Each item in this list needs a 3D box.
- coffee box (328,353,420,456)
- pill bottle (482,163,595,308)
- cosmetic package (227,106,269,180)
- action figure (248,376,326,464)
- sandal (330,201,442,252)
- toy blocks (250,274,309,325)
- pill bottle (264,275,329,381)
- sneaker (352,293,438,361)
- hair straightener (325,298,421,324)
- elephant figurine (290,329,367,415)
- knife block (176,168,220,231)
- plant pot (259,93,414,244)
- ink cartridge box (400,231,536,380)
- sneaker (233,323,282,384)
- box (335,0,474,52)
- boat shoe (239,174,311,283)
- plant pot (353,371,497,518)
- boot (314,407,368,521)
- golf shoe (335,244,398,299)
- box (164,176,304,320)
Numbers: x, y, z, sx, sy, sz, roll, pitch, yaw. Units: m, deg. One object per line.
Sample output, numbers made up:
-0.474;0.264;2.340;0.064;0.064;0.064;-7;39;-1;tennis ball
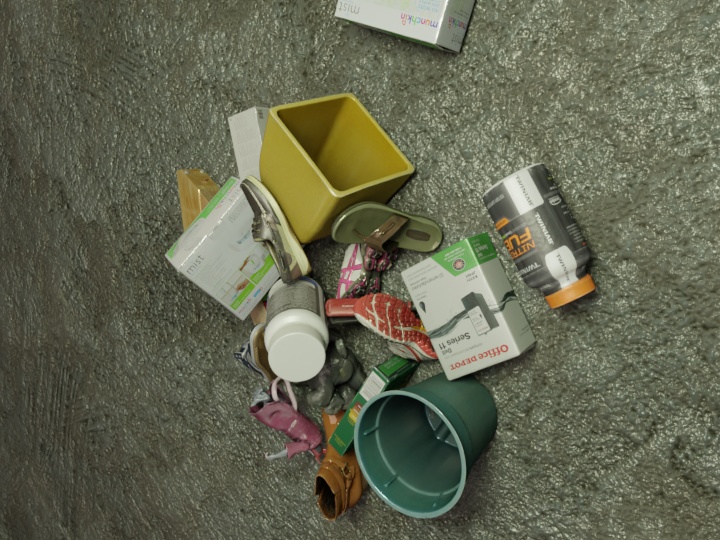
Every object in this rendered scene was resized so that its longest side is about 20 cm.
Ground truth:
0.025;0.243;1.112;0.044;0.122;0.201;39;120;21;coffee box
0.270;-0.047;0.893;0.106;0.106;0.202;-31;81;35;pill bottle
-0.208;-0.222;1.229;0.082;0.050;0.203;-8;94;33;cosmetic package
-0.130;0.304;1.216;0.200;0.134;0.149;43;118;-7;action figure
0.050;-0.063;0.999;0.058;0.198;0.080;-105;27;-50;sandal
-0.154;0.087;1.236;0.198;0.100;0.138;-13;103;37;toy blocks
-0.113;0.100;1.067;0.112;0.201;0.115;-2;115;-5;pill bottle
0.063;0.109;1.031;0.082;0.199;0.079;-30;38;41;sneaker
0.039;0.074;1.087;0.197;0.077;0.041;-7;61;5;hair straightener
-0.094;0.184;1.190;0.199;0.141;0.156;31;87;44;elephant figurine
-0.361;-0.104;1.351;0.200;0.064;0.176;47;121;19;knife block
-0.064;-0.160;1.065;0.195;0.194;0.200;52;139;15;plant pot
0.177;0.061;0.993;0.146;0.083;0.202;-29;83;35;ink cartridge box
-0.219;0.159;1.251;0.108;0.070;0.201;31;152;26;sneaker
0.081;-0.460;0.946;0.199;0.096;0.178;28;112;27;box
-0.159;-0.070;1.054;0.201;0.064;0.073;58;163;-5;boat shoe
0.124;0.265;0.999;0.198;0.195;0.203;8;104;34;plant pot
-0.054;0.364;1.165;0.076;0.155;0.203;-15;90;27;boot
0.000;0.000;1.123;0.201;0.072;0.092;-61;41;25;golf shoe
-0.234;-0.041;1.146;0.201;0.176;0.096;-52;37;-7;box
